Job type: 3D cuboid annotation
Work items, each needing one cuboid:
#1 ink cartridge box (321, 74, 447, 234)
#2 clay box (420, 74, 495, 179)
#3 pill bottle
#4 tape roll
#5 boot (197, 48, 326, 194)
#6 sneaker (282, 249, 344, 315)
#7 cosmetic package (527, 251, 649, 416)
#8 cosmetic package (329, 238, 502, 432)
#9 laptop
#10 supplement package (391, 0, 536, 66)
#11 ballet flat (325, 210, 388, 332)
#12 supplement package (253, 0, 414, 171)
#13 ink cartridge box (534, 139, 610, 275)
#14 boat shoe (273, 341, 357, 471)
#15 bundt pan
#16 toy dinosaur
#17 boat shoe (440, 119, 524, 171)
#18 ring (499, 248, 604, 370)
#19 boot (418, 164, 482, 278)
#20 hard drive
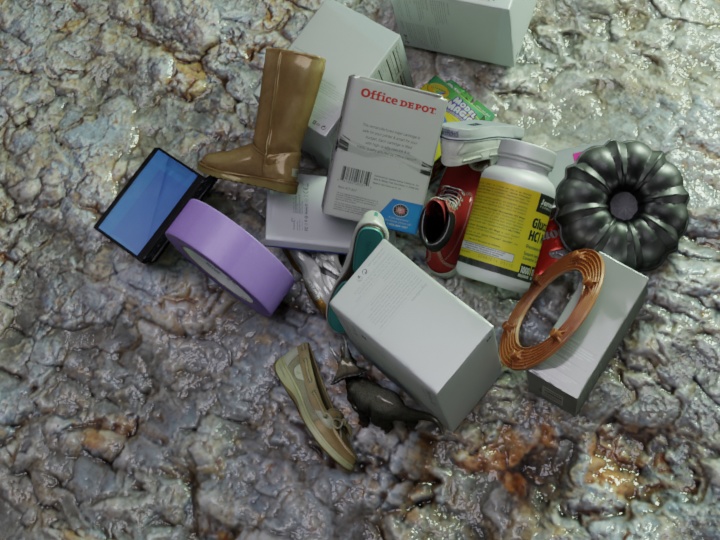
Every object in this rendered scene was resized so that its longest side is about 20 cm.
[{"bbox_3d":[0.032,-0.170,1.469,0.143,0.084,0.204,12,100,-7],"label":"ink cartridge box"},{"bbox_3d":[0.108,-0.221,1.591,0.200,0.048,0.115,-44,66,-11],"label":"clay box"},{"bbox_3d":[0.214,-0.079,1.441,0.110,0.112,0.204,17,94,18],"label":"pill bottle"},{"bbox_3d":[-0.194,-0.017,1.498,0.198,0.201,0.066,33,79,22],"label":"tape roll"},{"bbox_3d":[-0.147,-0.228,1.499,0.172,0.066,0.204,12,96,14],"label":"boot"},{"bbox_3d":[-0.068,-0.031,1.553,0.087,0.076,0.202,-29,75,-8],"label":"sneaker"},{"bbox_3d":[0.315,0.089,1.395,0.089,0.107,0.202,27,75,20],"label":"cosmetic package"},{"bbox_3d":[0.081,0.095,1.392,0.199,0.200,0.123,37,79,23],"label":"cosmetic package"},{"bbox_3d":[-0.329,-0.111,1.617,0.103,0.200,0.179,38,79,-15],"label":"laptop"},{"bbox_3d":[0.169,-0.448,1.608,0.196,0.152,0.153,16,72,18],"label":"supplement package"},{"bbox_3d":[0.000,0.000,1.461,0.068,0.203,0.070,12,35,-9],"label":"ballet flat"},{"bbox_3d":[-0.037,-0.286,1.597,0.150,0.151,0.201,32,78,22],"label":"supplement package"},{"bbox_3d":[0.297,-0.091,1.506,0.196,0.044,0.177,-12,65,7],"label":"ink cartridge box"},{"bbox_3d":[-0.055,0.195,1.454,0.063,0.073,0.202,-36,58,1],"label":"boat shoe"},{"bbox_3d":[0.376,-0.092,1.437,0.197,0.076,0.207,0,88,7],"label":"bundt pan"},{"bbox_3d":[0.025,0.187,1.415,0.199,0.102,0.077,37,81,34],"label":"toy dinosaur"},{"bbox_3d":[0.182,-0.186,1.514,0.070,0.199,0.071,17,109,32],"label":"boat shoe"},{"bbox_3d":[0.258,0.049,1.388,0.019,0.200,0.202,36,78,-14],"label":"ring"},{"bbox_3d":[0.134,-0.107,1.493,0.071,0.145,0.204,9,69,17],"label":"boot"},{"bbox_3d":[-0.046,-0.085,1.535,0.195,0.026,0.134,6,54,-9],"label":"hard drive"}]
